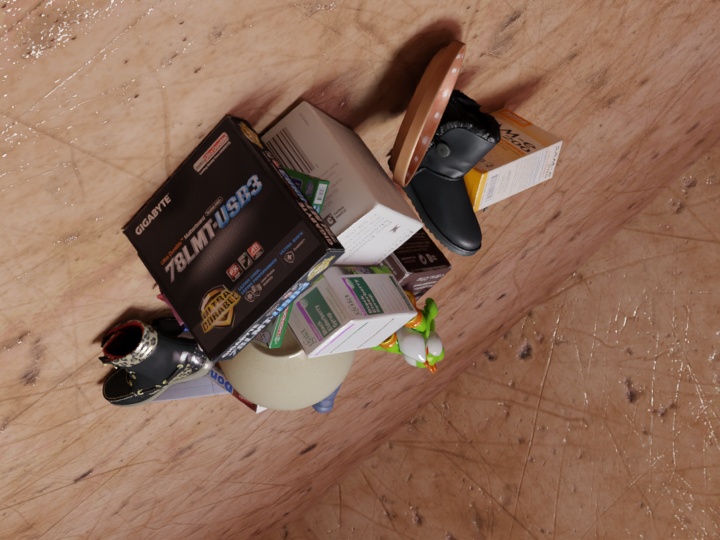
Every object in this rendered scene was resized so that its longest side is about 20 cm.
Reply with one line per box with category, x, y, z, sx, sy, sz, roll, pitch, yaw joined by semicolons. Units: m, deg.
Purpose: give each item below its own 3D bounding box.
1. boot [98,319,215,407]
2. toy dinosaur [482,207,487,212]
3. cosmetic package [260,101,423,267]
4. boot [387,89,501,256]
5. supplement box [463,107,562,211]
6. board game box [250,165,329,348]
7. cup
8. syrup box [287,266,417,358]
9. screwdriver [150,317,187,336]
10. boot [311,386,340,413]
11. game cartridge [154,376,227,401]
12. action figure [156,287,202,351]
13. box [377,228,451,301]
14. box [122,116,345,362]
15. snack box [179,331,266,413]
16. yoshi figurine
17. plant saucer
boot;-0.328;0.131;1.545;0.203;0.074;0.154;-22;152;25
toy dinosaur;0.173;-0.133;1.717;0.088;0.199;0.048;-68;158;-61
cosmetic package;-0.051;-0.080;1.353;0.165;0.165;0.200;-39;164;12
boot;0.144;-0.140;1.545;0.076;0.200;0.168;-26;167;-46
supplement box;0.202;-0.176;1.681;0.200;0.126;0.074;-25;138;-39
board game box;-0.125;-0.027;1.249;0.029;0.134;0.201;0;109;-65
cup;-0.104;0.079;1.453;0.200;0.201;0.143;-35;169;-9
syrup box;-0.014;0.049;1.352;0.081;0.079;0.200;-39;164;20
screwdriver;-0.249;0.084;1.636;0.029;0.028;0.200;-13;173;28
boot;-0.095;0.146;1.827;0.072;0.200;0.091;-3;129;-30
game cartridge;-0.251;0.181;1.728;0.199;0.041;0.133;-10;174;28
action figure;-0.216;0.013;1.384;0.149;0.134;0.200;29;149;-35
box;0.000;0.000;1.693;0.200;0.164;0.166;-45;163;25
box;-0.148;-0.034;1.217;0.200;0.199;0.050;-42;165;20
snack box;-0.199;0.145;1.626;0.072;0.200;0.024;-18;131;-49
yoshi figurine;0.072;0.089;1.676;0.200;0.112;0.112;44;59;-60
plant saucer;0.084;-0.206;1.402;0.200;0.032;0.201;24;90;-85
